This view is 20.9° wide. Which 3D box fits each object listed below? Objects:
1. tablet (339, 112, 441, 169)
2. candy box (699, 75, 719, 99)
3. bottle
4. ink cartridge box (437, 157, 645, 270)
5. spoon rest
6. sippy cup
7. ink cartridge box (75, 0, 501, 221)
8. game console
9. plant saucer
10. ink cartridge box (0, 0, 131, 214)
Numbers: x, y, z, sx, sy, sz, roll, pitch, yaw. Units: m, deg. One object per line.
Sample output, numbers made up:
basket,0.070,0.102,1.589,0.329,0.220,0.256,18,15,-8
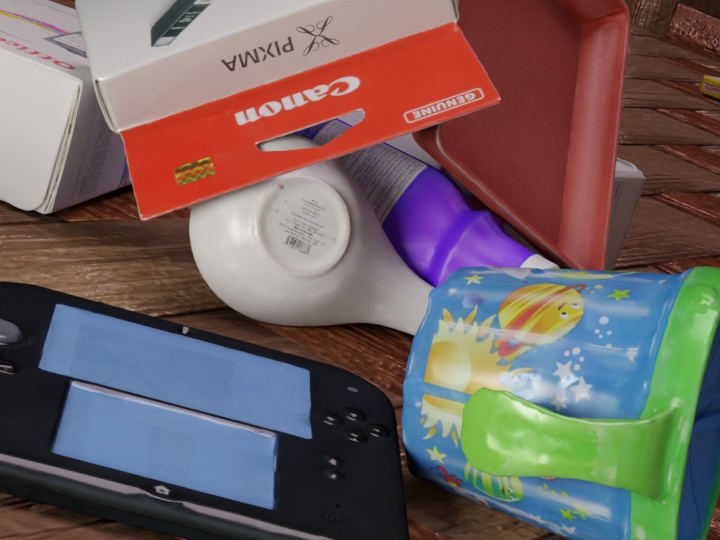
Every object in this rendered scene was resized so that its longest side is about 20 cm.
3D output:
tablet,0.013,-0.106,1.224,0.130,0.201,0.014,20,-18,34
candy box,0.538,-0.227,2.583,0.102,0.027,0.199,24,16,34
bottle,0.020,-0.025,1.129,0.199,0.084,0.065,27,-20,22
ink cartridge box,0.074,-0.056,1.305,0.145,0.085,0.199,28,20,36
spoon rest,0.000,0.000,1.038,0.199,0.100,0.061,28,-12,-16
sippy cup,0.091,0.056,0.849,0.129,0.140,0.178,11,-27,18
ink cartridge box,-0.044,-0.119,1.035,0.199,0.044,0.174,-19,37,-3
game console,-0.079,0.062,0.805,0.199,0.031,0.177,15,14,-7
plant saucer,0.094,-0.115,1.150,0.037,0.201,0.199,-6,-27,33
ink cartridge box,-0.200,-0.108,1.182,0.147,0.086,0.200,21,14,11
